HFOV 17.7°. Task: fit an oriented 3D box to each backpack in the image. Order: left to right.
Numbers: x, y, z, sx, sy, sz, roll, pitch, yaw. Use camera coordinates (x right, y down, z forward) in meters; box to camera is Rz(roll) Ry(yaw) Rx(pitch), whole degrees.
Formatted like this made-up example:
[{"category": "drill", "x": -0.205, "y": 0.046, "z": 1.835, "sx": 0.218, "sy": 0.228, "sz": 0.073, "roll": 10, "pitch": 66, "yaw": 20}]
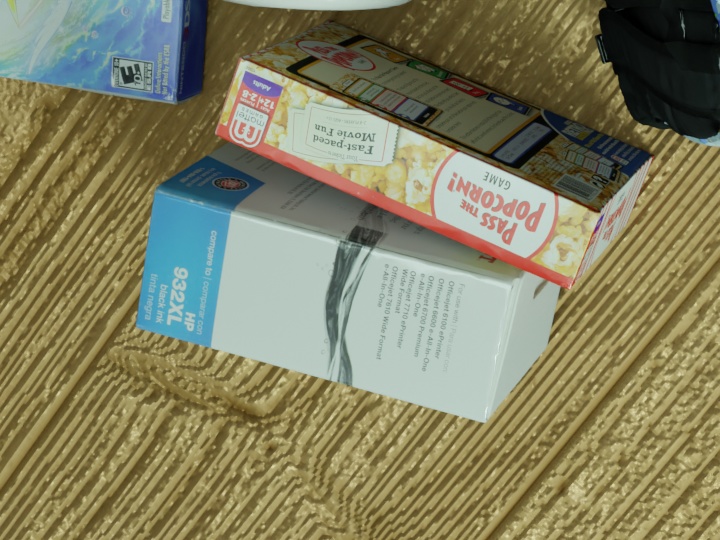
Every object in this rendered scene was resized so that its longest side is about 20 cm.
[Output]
[{"category": "backpack", "x": 0.184, "y": -0.137, "z": 1.125, "sx": 0.153, "sy": 0.200, "sz": 0.164, "roll": -6, "pitch": 101, "yaw": 8}]

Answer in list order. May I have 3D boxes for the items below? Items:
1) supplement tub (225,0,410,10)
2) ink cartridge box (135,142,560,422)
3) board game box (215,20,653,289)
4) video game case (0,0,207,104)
[{"category": "supplement tub", "x": -0.025, "y": -0.243, "z": 1.202, "sx": 0.131, "sy": 0.132, "sz": 0.201, "roll": 8, "pitch": 107, "yaw": 16}, {"category": "ink cartridge box", "x": 0.000, "y": 0.000, "z": 1.246, "sx": 0.199, "sy": 0.145, "sz": 0.084, "roll": 15, "pitch": 108, "yaw": 13}, {"category": "board game box", "x": 0.043, "y": -0.066, "z": 1.214, "sx": 0.199, "sy": 0.151, "sz": 0.046, "roll": 24, "pitch": 109, "yaw": 11}, {"category": "video game case", "x": -0.174, "y": -0.206, "z": 1.305, "sx": 0.181, "sy": 0.045, "sz": 0.201, "roll": 9, "pitch": 106, "yaw": 16}]
